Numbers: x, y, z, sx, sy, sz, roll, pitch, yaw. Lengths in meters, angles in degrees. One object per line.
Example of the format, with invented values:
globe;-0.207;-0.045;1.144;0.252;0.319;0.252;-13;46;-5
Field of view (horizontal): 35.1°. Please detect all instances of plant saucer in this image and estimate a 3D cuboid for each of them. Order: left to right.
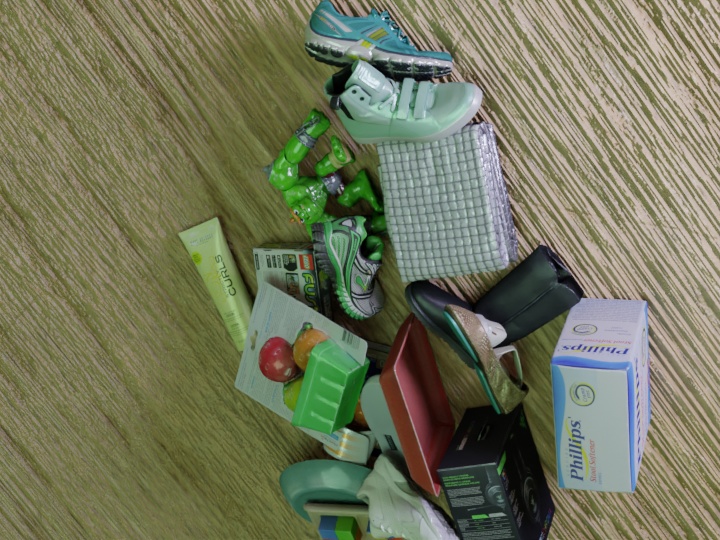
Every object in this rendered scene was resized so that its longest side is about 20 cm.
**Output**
plant saucer;-0.033;0.357;1.759;0.197;0.036;0.201;8;142;6
plant saucer;0.078;0.183;1.593;0.036;0.200;0.202;-14;108;17

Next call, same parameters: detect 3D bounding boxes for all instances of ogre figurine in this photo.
ogre figurine;-0.048;-0.112;1.574;0.119;0.099;0.200;-29;134;16

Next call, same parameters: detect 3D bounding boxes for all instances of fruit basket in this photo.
fruit basket;-0.085;0.135;1.639;0.199;0.093;0.187;31;118;31

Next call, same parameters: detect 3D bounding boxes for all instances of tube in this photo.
tube;-0.205;0.023;1.719;0.058;0.052;0.202;-26;100;-13

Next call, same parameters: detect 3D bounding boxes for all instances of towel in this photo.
towel;0.114;-0.094;1.516;0.164;0.085;0.202;-7;101;31

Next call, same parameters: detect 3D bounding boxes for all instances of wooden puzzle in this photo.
wooden puzzle;0.019;0.423;1.760;0.183;0.047;0.201;-2;141;18

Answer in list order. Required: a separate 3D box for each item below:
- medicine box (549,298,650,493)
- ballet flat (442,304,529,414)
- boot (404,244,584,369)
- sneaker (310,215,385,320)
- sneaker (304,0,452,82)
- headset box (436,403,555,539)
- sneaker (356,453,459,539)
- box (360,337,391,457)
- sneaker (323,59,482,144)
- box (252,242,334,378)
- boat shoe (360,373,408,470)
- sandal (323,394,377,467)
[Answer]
medicine box;0.318;0.160;1.493;0.102;0.200;0.184;1;114;20
ballet flat;0.176;0.109;1.552;0.065;0.071;0.201;-31;123;-1
boot;0.182;0.030;1.560;0.165;0.066;0.200;42;127;-16
sneaker;0.000;0.000;1.579;0.084;0.079;0.201;-14;144;11
sneaker;0.027;-0.297;1.468;0.198;0.078;0.081;16;82;-1
headset box;0.195;0.306;1.623;0.092;0.174;0.202;-12;107;25
sneaker;0.064;0.357;1.622;0.100;0.200;0.078;-50;131;3
box;-0.002;0.198;1.730;0.120;0.032;0.202;13;118;14
sneaker;0.047;-0.219;1.436;0.199;0.074;0.118;-7;148;30
box;-0.094;0.061;1.679;0.109;0.035;0.202;3;108;28
boat shoe;0.057;0.214;1.673;0.070;0.070;0.201;6;134;33
sandal;-0.020;0.277;1.721;0.078;0.059;0.209;18;123;11
